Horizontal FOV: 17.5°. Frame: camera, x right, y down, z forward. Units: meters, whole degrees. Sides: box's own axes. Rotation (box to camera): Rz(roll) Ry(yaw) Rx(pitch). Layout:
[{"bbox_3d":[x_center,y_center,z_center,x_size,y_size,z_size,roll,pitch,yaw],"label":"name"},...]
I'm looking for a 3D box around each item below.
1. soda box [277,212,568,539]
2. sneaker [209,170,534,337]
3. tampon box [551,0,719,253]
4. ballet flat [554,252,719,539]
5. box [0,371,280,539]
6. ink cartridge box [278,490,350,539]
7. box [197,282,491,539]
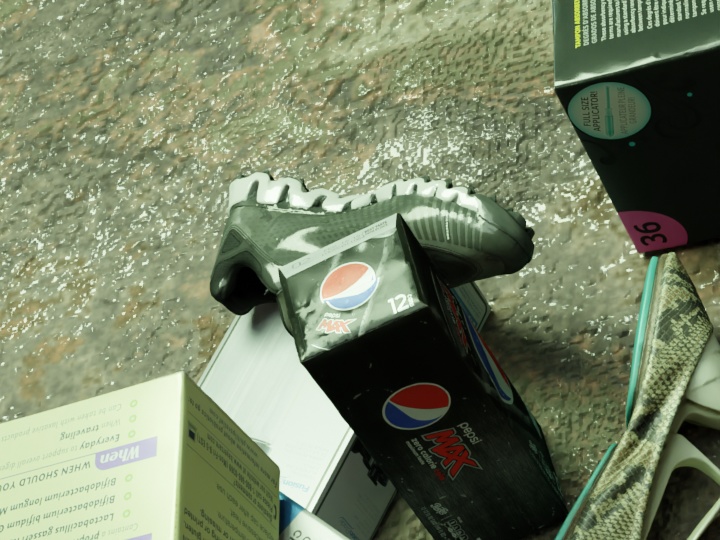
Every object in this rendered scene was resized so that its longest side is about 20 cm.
[{"bbox_3d":[0.034,0.063,1.150,0.071,0.200,0.063,-24,48,9],"label":"soda box"},{"bbox_3d":[0.000,0.000,1.232,0.200,0.066,0.091,5,60,36],"label":"sneaker"},{"bbox_3d":[0.215,-0.117,1.227,0.199,0.150,0.127,-13,49,20],"label":"tampon box"},{"bbox_3d":[0.152,0.090,1.169,0.075,0.068,0.200,17,68,13],"label":"ballet flat"},{"bbox_3d":[-0.134,0.170,1.032,0.175,0.097,0.200,-16,51,21],"label":"box"},{"bbox_3d":[-0.007,0.222,1.085,0.200,0.145,0.147,30,73,41],"label":"ink cartridge box"},{"bbox_3d":[-0.026,0.075,1.270,0.116,0.060,0.200,13,62,35],"label":"box"}]
